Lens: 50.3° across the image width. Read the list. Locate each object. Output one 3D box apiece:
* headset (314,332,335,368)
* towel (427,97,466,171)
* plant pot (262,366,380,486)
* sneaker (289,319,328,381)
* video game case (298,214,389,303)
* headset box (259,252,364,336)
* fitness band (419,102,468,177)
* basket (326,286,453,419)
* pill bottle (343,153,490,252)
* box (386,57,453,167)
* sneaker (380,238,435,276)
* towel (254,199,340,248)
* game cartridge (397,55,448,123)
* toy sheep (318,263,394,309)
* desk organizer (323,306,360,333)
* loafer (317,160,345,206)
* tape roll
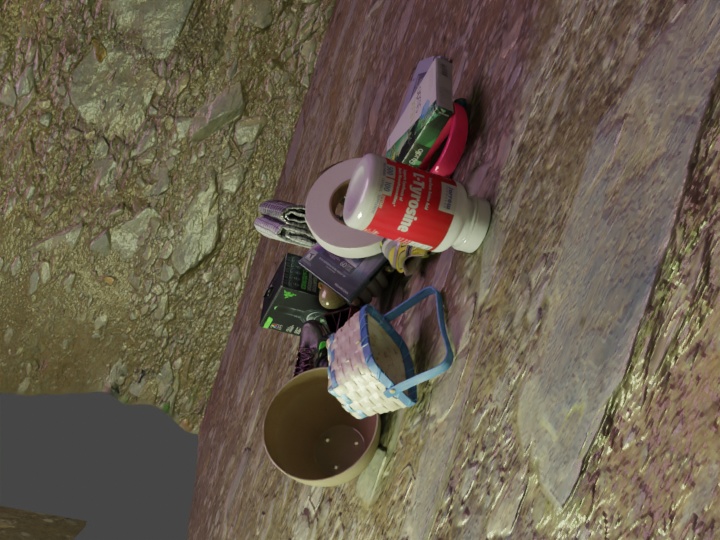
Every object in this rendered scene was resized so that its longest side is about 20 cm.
[{"bbox_3d":[-0.045,0.210,1.439,0.123,0.094,0.200,39,147,42],"label":"headset"},{"bbox_3d":[0.138,-0.202,1.391,0.147,0.022,0.200,170,115,-74],"label":"towel"},{"bbox_3d":[-0.051,0.286,1.316,0.135,0.200,0.201,66,-156,-52],"label":"plant pot"},{"bbox_3d":[-0.109,0.197,1.490,0.076,0.115,0.200,-13,83,40],"label":"sneaker"},{"bbox_3d":[-0.001,-0.050,1.412,0.143,0.019,0.200,36,79,34],"label":"video game case"},{"bbox_3d":[-0.109,0.063,1.656,0.174,0.200,0.093,126,155,-50],"label":"headset box"},{"bbox_3d":[0.128,-0.193,1.299,0.200,0.037,0.144,127,157,-53],"label":"fitness band"},{"bbox_3d":[0.049,0.125,1.198,0.200,0.139,0.176,-34,31,23],"label":"basket"},{"bbox_3d":[0.085,-0.092,1.133,0.112,0.200,0.112,-165,90,-74],"label":"pill bottle"},{"bbox_3d":[0.099,-0.248,1.328,0.200,0.036,0.144,122,161,-43],"label":"box"},{"bbox_3d":[0.114,-0.068,1.290,0.076,0.075,0.200,60,138,21],"label":"sneaker"},{"bbox_3d":[-0.100,-0.088,1.567,0.166,0.200,0.086,17,93,63],"label":"towel"},{"bbox_3d":[0.119,-0.333,1.565,0.133,0.041,0.200,-138,65,-78],"label":"game cartridge"},{"bbox_3d":[0.000,0.000,1.474,0.200,0.138,0.138,-39,14,-7],"label":"toy sheep"},{"bbox_3d":[-0.019,0.120,1.512,0.200,0.077,0.072,157,128,-70],"label":"desk organizer"},{"bbox_3d":[0.004,-0.139,1.518,0.067,0.200,0.076,-49,20,-10],"label":"loafer"},{"bbox_3d":[-0.002,-0.117,1.405,0.037,0.202,0.203,68,-154,-59],"label":"tape roll"}]
